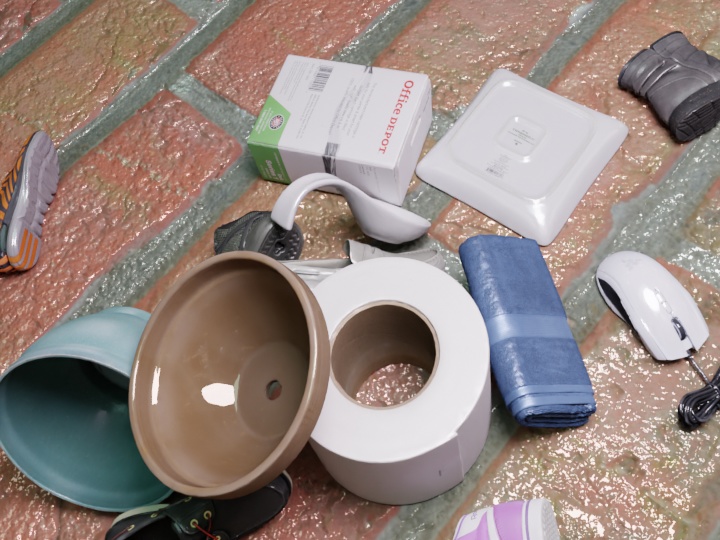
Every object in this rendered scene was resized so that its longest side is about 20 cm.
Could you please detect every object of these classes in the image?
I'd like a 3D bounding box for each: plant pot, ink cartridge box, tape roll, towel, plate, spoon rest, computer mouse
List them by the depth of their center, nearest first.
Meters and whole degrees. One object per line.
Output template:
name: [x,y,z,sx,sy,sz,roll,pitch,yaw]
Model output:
plant pot: [-0.098,0.094,0.680,0.196,0.092,0.207,-11,67,27]
tape roll: [0.030,0.110,0.775,0.197,0.140,0.208,-4,60,8]
towel: [0.166,0.060,0.806,0.109,0.049,0.204,7,56,-32]
plant pot: [-0.254,0.124,0.807,0.194,0.205,0.135,-2,33,9]
computer mouse: [0.315,0.053,0.809,0.108,0.044,0.202,-29,59,-6]
spoon rest: [-0.003,-0.070,0.876,0.099,0.196,0.062,33,113,47]
plate: [0.195,-0.153,0.958,0.197,0.033,0.201,32,71,24]
ink cartridge box: [-0.020,-0.176,0.981,0.195,0.085,0.149,13,63,18]

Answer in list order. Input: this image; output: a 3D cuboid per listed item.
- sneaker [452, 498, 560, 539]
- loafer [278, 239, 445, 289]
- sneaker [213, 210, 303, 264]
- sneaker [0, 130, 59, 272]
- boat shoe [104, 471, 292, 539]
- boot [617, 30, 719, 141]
sneaker: [0.130,0.314,0.692,0.112,0.072,0.206,-16,62,24]
loafer: [0.000,0.000,0.864,0.195,0.072,0.070,-14,14,-15]
sneaker: [-0.146,0.018,0.906,0.203,0.075,0.114,-61,30,2]
sneaker: [-0.467,-0.094,1.024,0.109,0.078,0.205,-2,60,9]
boat shoe: [-0.157,0.249,0.760,0.197,0.075,0.063,-21,18,3]
boot: [0.424,-0.251,0.952,0.196,0.071,0.133,-23,53,-8]
